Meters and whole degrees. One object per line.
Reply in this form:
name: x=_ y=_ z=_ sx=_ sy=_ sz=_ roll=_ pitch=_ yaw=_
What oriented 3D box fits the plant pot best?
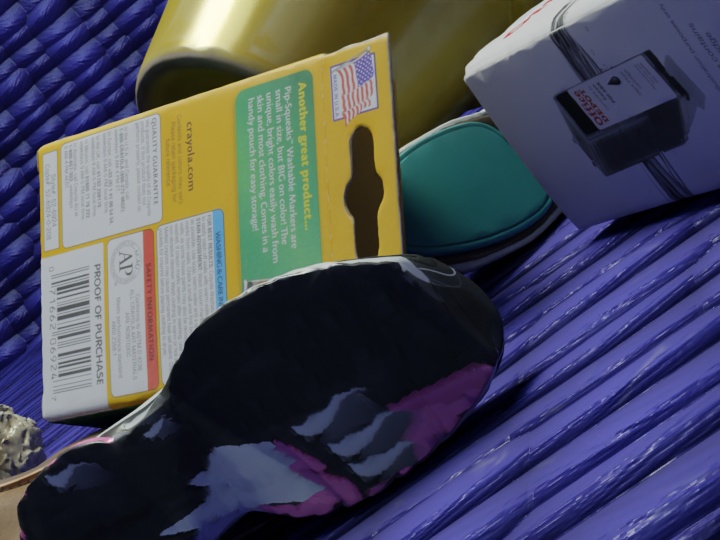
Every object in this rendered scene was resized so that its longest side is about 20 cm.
plant pot: x=-0.015 y=-0.128 z=0.908 sx=0.201 sy=0.201 sz=0.189 roll=-27 pitch=28 yaw=57

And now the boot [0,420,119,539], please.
boot: x=-0.157 y=0.133 z=0.749 sx=0.200 sy=0.074 sz=0.075 roll=-33 pitch=14 yaw=16

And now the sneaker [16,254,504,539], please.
sneaker: x=-0.033 y=0.049 z=0.633 sx=0.200 sy=0.080 sz=0.086 roll=-28 pitch=0 yaw=28

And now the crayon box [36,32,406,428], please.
crayon box: x=-0.049 y=-0.010 z=0.742 sx=0.200 sy=0.126 sz=0.052 roll=-13 pitch=-16 yaw=37

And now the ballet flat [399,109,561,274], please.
ballet flat: x=0.067 y=-0.044 z=0.808 sx=0.200 sy=0.070 sz=0.069 roll=-38 pitch=6 yaw=-32

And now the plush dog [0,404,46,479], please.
plush dog: x=-0.308 y=0.121 z=1.137 sx=0.200 sy=0.172 sz=0.160 roll=-40 pitch=8 yaw=-19

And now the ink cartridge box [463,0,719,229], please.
ink cartridge box: x=0.147 y=-0.099 z=0.632 sx=0.147 sy=0.083 sz=0.200 roll=-40 pitch=8 yaw=-20
